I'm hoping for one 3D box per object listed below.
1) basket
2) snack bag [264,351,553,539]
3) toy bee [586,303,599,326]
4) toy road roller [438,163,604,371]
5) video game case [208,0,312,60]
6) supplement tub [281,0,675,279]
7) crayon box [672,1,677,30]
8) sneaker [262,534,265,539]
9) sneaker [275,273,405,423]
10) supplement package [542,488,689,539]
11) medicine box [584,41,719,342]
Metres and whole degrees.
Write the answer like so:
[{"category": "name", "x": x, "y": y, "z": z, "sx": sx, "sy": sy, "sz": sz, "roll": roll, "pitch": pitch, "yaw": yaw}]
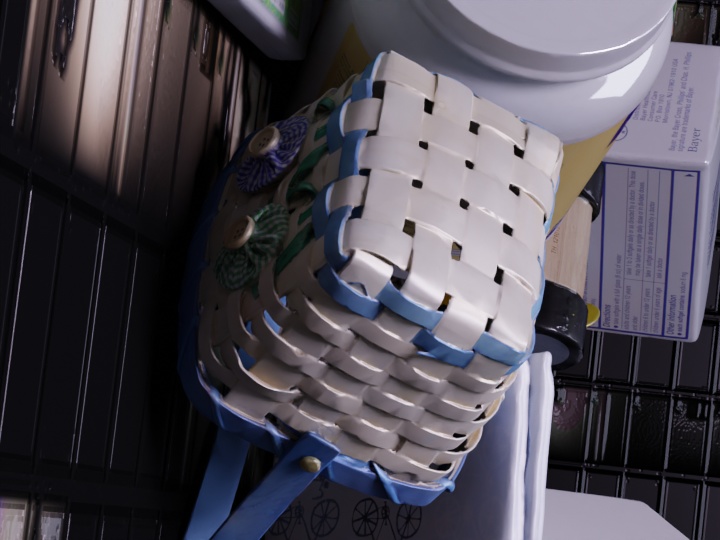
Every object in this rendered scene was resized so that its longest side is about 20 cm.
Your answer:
[{"category": "basket", "x": -0.009, "y": 0.017, "z": 1.054, "sx": 0.200, "sy": 0.139, "sz": 0.176, "roll": -54, "pitch": -162, "yaw": 43}, {"category": "snack bag", "x": 0.014, "y": 0.136, "z": 1.127, "sx": 0.189, "sy": 0.021, "sz": 0.200, "roll": -7, "pitch": -104, "yaw": 53}, {"category": "toy bee", "x": 0.068, "y": 0.024, "z": 1.592, "sx": 0.200, "sy": 0.131, "sz": 0.109, "roll": 42, "pitch": 43, "yaw": -34}, {"category": "toy road roller", "x": 0.034, "y": -0.010, "z": 1.424, "sx": 0.200, "sy": 0.146, "sz": 0.123, "roll": -29, "pitch": -135, "yaw": 53}, {"category": "video game case", "x": -0.036, "y": -0.192, "z": 1.057, "sx": 0.200, "sy": 0.022, "sz": 0.182, "roll": 30, "pitch": 66, "yaw": -81}, {"category": "supplement tub", "x": 0.053, "y": -0.097, "z": 1.138, "sx": 0.200, "sy": 0.145, "sz": 0.145, "roll": 119, "pitch": -16, "yaw": -60}, {"category": "crayon box", "x": 0.092, "y": -0.165, "z": 1.332, "sx": 0.051, "sy": 0.200, "sz": 0.127, "roll": -132, "pitch": -141, "yaw": -55}, {"category": "sneaker", "x": -0.004, "y": 0.171, "z": 1.280, "sx": 0.070, "sy": 0.090, "sz": 0.200, "roll": -17, "pitch": 112, "yaw": -81}, {"category": "sneaker", "x": 0.000, "y": 0.000, "z": 1.266, "sx": 0.076, "sy": 0.070, "sz": 0.200, "roll": 53, "pitch": 44, "yaw": -79}, {"category": "supplement package", "x": 0.074, "y": 0.176, "z": 1.225, "sx": 0.117, "sy": 0.200, "sz": 0.117, "roll": 38, "pitch": -68, "yaw": 52}, {"category": "medicine box", "x": 0.129, "y": -0.057, "z": 1.644, "sx": 0.182, "sy": 0.200, "sz": 0.103, "roll": 85, "pitch": 16, "yaw": -51}]
